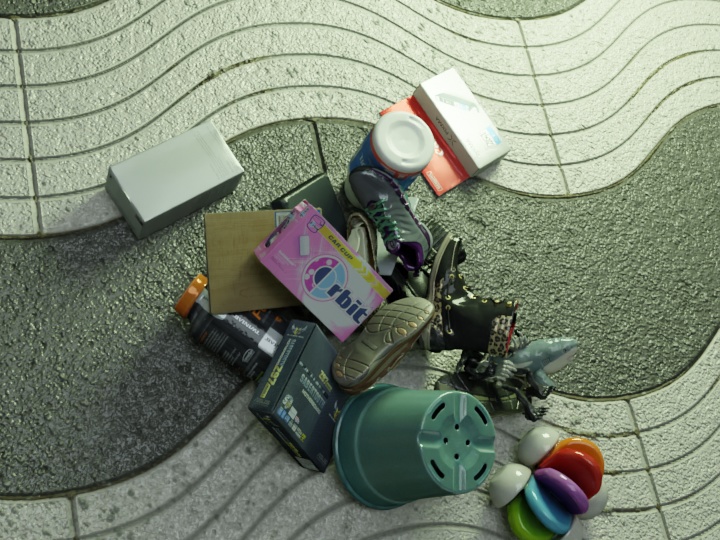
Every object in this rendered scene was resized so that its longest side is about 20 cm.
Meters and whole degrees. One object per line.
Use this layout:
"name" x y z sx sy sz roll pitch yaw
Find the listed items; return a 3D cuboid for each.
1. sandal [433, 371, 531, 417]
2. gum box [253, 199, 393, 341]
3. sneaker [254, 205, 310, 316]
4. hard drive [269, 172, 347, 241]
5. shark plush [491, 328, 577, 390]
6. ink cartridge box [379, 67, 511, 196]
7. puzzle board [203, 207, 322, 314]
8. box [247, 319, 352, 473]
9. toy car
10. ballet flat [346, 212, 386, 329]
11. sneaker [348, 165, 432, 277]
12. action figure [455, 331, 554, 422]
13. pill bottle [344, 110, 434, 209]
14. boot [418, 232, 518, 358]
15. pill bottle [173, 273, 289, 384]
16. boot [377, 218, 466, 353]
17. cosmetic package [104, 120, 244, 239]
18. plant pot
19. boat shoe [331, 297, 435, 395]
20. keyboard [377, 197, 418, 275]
"sandal" 0.207 0.222 1.663 0.200 0.057 0.080 10 57 -32
"gum box" -0.060 -0.003 1.490 0.114 0.066 0.200 -45 113 -1
"sneaker" -0.106 -0.026 1.629 0.114 0.076 0.200 -23 74 -20
"hard drive" -0.065 -0.047 1.608 0.139 0.033 0.201 -38 112 -50
"shark plush" 0.274 0.133 1.705 0.198 0.084 0.091 17 31 6
"ink cartridge box" 0.162 -0.264 1.838 0.176 0.045 0.201 -31 83 -28
"puzzle board" -0.146 -0.017 1.507 0.198 0.017 0.152 -5 93 -30
"box" -0.080 0.195 1.499 0.051 0.200 0.159 8 57 31
"toy car" 0.326 0.358 1.598 0.175 0.150 0.200 45 62 1
"ballet flat" 0.000 0.000 1.594 0.067 0.075 0.202 -10 75 17
"sneaker" 0.050 -0.082 1.592 0.200 0.074 0.088 46 34 -24
"action figure" 0.238 0.155 1.621 0.200 0.102 0.119 41 48 -6
"pill bottle" 0.042 -0.179 1.672 0.111 0.200 0.113 7 67 -17
"boot" 0.183 0.045 1.585 0.149 0.073 0.202 10 69 15
"pill bottle" -0.195 0.090 1.534 0.199 0.106 0.107 36 62 -4
"boot" 0.129 0.022 1.695 0.157 0.079 0.212 -29 82 -27
"cosmetic package" -0.306 -0.150 1.602 0.199 0.081 0.113 -29 82 -26
"plant pot" 0.092 0.265 1.494 0.199 0.196 0.202 9 74 -33
"boat shoe" 0.038 0.119 1.532 0.199 0.072 0.076 -38 52 -15
"keyboard" 0.052 -0.063 1.695 0.056 0.011 0.201 8 46 15
